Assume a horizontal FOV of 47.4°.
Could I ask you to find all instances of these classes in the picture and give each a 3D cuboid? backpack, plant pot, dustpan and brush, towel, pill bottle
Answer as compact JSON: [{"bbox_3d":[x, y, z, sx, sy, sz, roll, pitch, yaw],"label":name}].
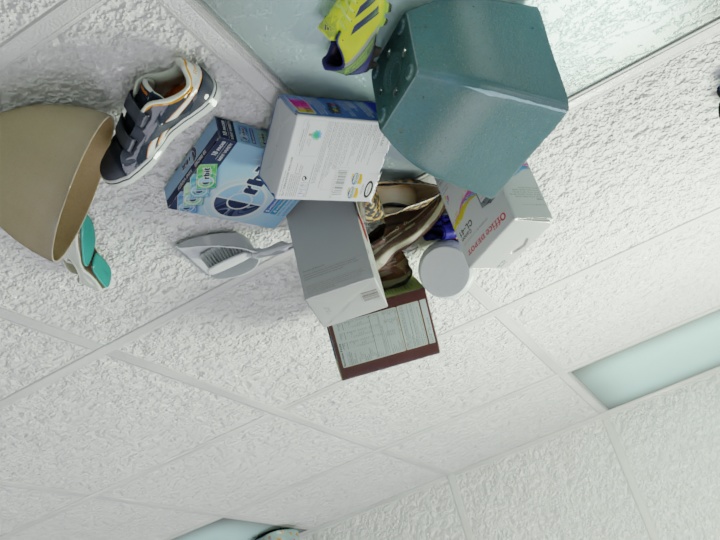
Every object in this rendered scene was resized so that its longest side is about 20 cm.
[{"bbox_3d":[-0.338,1.139,3.350,0.175,0.154,0.200,18,130,-39],"label":"backpack"},{"bbox_3d":[0.127,-0.246,1.109,0.198,0.198,0.196,9,144,-22],"label":"plant pot"},{"bbox_3d":[-0.207,-0.029,1.435,0.198,0.058,0.140,-22,151,9],"label":"dustpan and brush"},{"bbox_3d":[0.223,-0.095,1.529,0.198,0.050,0.148,-10,-176,-12],"label":"towel"},{"bbox_3d":[-0.414,-0.129,1.043,0.133,0.202,0.201,22,141,-10],"label":"plant pot"},{"bbox_3d":[0.165,-0.005,1.547,0.109,0.111,0.200,-22,-179,9],"label":"pill bottle"}]

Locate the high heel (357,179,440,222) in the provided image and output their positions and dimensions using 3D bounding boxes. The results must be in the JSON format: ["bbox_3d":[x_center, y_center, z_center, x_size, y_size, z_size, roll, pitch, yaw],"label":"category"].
[{"bbox_3d":[0.065,-0.128,1.354,0.141,0.072,0.200,-14,180,5],"label":"high heel"}]

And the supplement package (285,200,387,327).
[{"bbox_3d":[-0.043,-0.031,1.371,0.118,0.202,0.121,-18,152,5],"label":"supplement package"}]

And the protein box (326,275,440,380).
[{"bbox_3d":[0.034,0.106,1.633,0.198,0.136,0.199,-15,-171,-3],"label":"protein box"}]

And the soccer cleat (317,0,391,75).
[{"bbox_3d":[-0.011,-0.320,1.023,0.083,0.065,0.201,-8,151,-11],"label":"soccer cleat"}]

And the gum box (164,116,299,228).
[{"bbox_3d":[-0.175,-0.144,1.265,0.198,0.045,0.170,8,142,-39],"label":"gum box"}]

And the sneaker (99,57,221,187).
[{"bbox_3d":[-0.279,-0.198,1.066,0.200,0.079,0.079,-43,146,4],"label":"sneaker"}]

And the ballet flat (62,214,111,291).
[{"bbox_3d":[-0.453,-0.027,1.315,0.069,0.070,0.201,-11,152,-10],"label":"ballet flat"}]

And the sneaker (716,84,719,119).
[{"bbox_3d":[0.682,-0.290,1.450,0.089,0.079,0.199,-25,143,31],"label":"sneaker"}]

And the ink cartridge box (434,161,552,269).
[{"bbox_3d":[0.211,-0.124,1.343,0.085,0.202,0.148,0,147,-28],"label":"ink cartridge box"}]

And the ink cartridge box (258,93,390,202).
[{"bbox_3d":[-0.036,-0.176,1.203,0.198,0.077,0.138,0,125,-31],"label":"ink cartridge box"}]

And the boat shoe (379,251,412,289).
[{"bbox_3d":[0.000,0.000,1.602,0.198,0.076,0.074,-13,120,7],"label":"boat shoe"}]

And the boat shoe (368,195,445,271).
[{"bbox_3d":[0.064,-0.079,1.482,0.202,0.075,0.075,-43,109,12],"label":"boat shoe"}]
